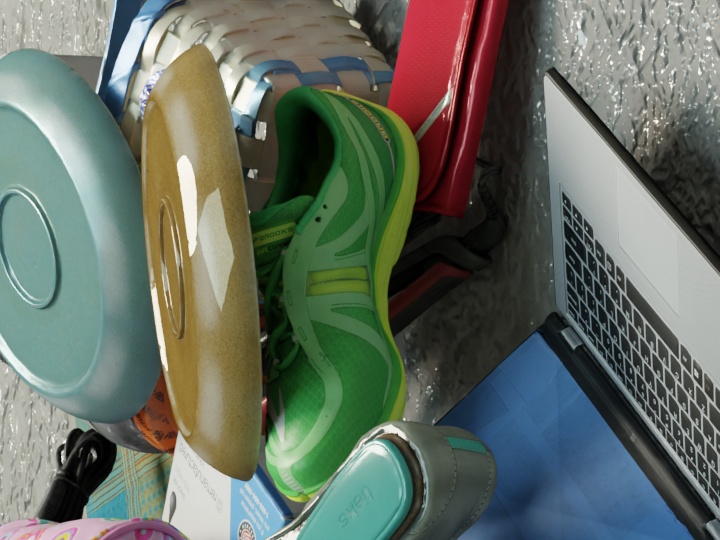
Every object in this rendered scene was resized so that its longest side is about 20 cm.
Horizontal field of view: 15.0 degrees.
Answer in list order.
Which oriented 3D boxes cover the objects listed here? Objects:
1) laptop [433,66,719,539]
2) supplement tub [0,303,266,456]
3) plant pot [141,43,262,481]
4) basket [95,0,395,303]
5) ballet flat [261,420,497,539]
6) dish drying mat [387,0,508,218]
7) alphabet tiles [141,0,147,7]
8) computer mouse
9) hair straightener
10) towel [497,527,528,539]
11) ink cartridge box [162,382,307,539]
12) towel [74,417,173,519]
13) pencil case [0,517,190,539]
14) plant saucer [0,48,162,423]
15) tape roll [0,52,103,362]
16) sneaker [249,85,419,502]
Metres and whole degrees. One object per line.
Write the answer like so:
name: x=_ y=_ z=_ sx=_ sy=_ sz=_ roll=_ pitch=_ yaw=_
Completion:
laptop: x=0.070 y=0.058 z=1.114 sx=0.187 sy=0.116 sz=0.200 roll=-124 pitch=23 yaw=-52
supplement tub: x=-0.133 y=0.024 z=1.526 sx=0.200 sy=0.122 sz=0.123 roll=29 pitch=116 yaw=46
plant pot: x=-0.075 y=-0.002 z=1.245 sx=0.200 sy=0.027 sz=0.201 roll=174 pitch=90 yaw=-80
basket: x=-0.076 y=-0.084 z=1.414 sx=0.200 sy=0.139 sz=0.177 roll=39 pitch=125 yaw=48
ballet flat: x=-0.013 y=0.133 z=1.157 sx=0.200 sy=0.064 sz=0.067 roll=-45 pitch=59 yaw=34
dish drying mat: x=0.043 y=-0.126 z=1.268 sx=0.077 sy=0.018 sz=0.201 roll=12 pitch=91 yaw=61
alphabet tiles: x=-0.141 y=-0.241 z=1.564 sx=0.200 sy=0.015 sz=0.196 roll=-79 pitch=-26 yaw=-62
computer mouse: x=-0.151 y=0.200 z=1.623 sx=0.110 sy=0.044 sz=0.200 roll=-76 pitch=-19 yaw=-51
hair straightener: x=0.000 y=0.000 z=1.318 sx=0.200 sy=0.041 sz=0.077 roll=-43 pitch=54 yaw=36
towel: x=0.084 y=0.213 z=1.171 sx=0.112 sy=0.048 sz=0.200 roll=38 pitch=123 yaw=58
ink cartridge box: x=-0.046 y=0.178 z=1.405 sx=0.146 sy=0.086 sz=0.200 roll=47 pitch=129 yaw=56
towel: x=-0.124 y=0.104 z=1.648 sx=0.200 sy=0.022 sz=0.147 roll=-35 pitch=59 yaw=57
pencil case: x=-0.142 y=0.167 z=1.418 sx=0.200 sy=0.087 sz=0.088 roll=168 pitch=102 yaw=-67
plant saucer: x=-0.163 y=-0.014 z=1.417 sx=0.200 sy=0.027 sz=0.201 roll=28 pitch=126 yaw=48
tape roll: x=-0.199 y=-0.039 z=1.759 sx=0.200 sy=0.066 sz=0.201 roll=-179 pitch=90 yaw=-65
sneaker: x=-0.025 y=0.009 z=1.213 sx=0.074 sy=0.083 sz=0.200 roll=-22 pitch=53 yaw=39
